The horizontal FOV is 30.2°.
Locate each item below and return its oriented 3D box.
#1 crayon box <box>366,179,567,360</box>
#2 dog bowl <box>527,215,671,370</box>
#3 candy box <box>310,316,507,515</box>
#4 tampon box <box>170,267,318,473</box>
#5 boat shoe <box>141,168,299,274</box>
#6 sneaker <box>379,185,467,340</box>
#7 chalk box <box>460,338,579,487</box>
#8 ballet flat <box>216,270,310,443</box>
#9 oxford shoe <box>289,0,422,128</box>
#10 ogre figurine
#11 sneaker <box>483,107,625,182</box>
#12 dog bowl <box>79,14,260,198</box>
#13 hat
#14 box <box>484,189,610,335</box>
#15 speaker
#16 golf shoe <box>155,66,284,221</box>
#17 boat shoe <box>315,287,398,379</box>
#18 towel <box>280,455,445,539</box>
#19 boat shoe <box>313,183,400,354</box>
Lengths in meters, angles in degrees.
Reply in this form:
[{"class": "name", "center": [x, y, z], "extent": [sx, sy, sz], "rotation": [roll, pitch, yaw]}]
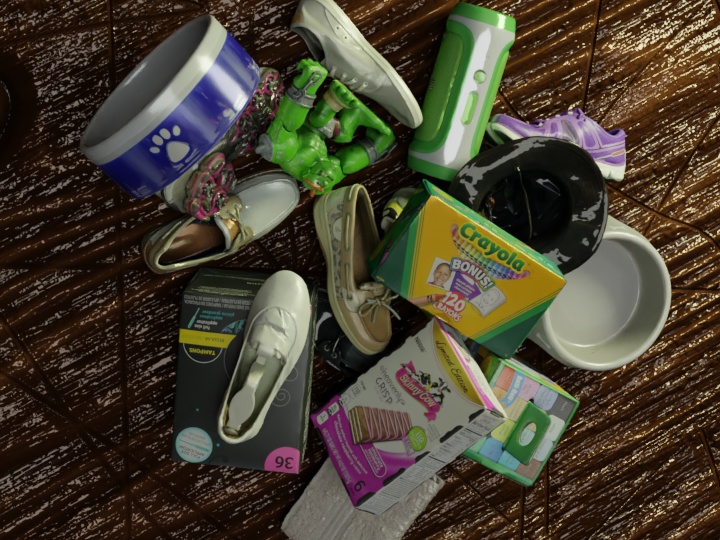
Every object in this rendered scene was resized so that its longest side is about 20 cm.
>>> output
[{"class": "crayon box", "center": [0.121, 0.000, 1.528], "extent": [0.199, 0.058, 0.119], "rotation": [31, 105, -17]}, {"class": "dog bowl", "center": [0.294, 0.032, 1.651], "extent": [0.199, 0.059, 0.201], "rotation": [-4, 103, -16]}, {"class": "candy box", "center": [0.053, 0.170, 1.546], "extent": [0.200, 0.137, 0.061], "rotation": [-39, 146, 15]}, {"class": "tampon box", "center": [-0.130, 0.113, 1.532], "extent": [0.149, 0.126, 0.201], "rotation": [5, 102, 2]}, {"class": "boat shoe", "center": [-0.155, -0.050, 1.536], "extent": [0.199, 0.068, 0.075], "rotation": [-30, 109, -7]}, {"class": "sneaker", "center": [0.072, 0.003, 1.598], "extent": [0.076, 0.075, 0.201], "rotation": [-36, 105, -48]}, {"class": "chalk box", "center": [0.167, 0.168, 1.609], "extent": [0.123, 0.200, 0.125], "rotation": [29, 94, -20]}, {"class": "ballet flat", "center": [-0.105, 0.100, 1.429], "extent": [0.069, 0.069, 0.201], "rotation": [18, 103, -19]}, {"class": "oxford shoe", "center": [-0.008, -0.233, 1.531], "extent": [0.200, 0.075, 0.058], "rotation": [46, 77, -13]}, {"class": "ogre figurine", "center": [-0.042, -0.151, 1.512], "extent": [0.098, 0.200, 0.120], "rotation": [45, 97, 13]}, {"class": "sneaker", "center": [0.237, -0.163, 1.629], "extent": [0.199, 0.081, 0.084], "rotation": [11, 87, -27]}, {"class": "dog bowl", "center": [-0.203, -0.175, 1.423], "extent": [0.200, 0.200, 0.079], "rotation": [-46, 113, -1]}, {"class": "hat", "center": [0.190, -0.075, 1.584], "extent": [0.199, 0.081, 0.202], "rotation": [-2, 108, -5]}, {"class": "box", "center": [0.204, -0.017, 1.663], "extent": [0.199, 0.035, 0.110], "rotation": [32, 92, -20]}, {"class": "speaker", "center": [0.118, -0.207, 1.566], "extent": [0.088, 0.088, 0.201], "rotation": [14, 99, -18]}, {"class": "golf shoe", "center": [-0.162, -0.155, 1.505], "extent": [0.201, 0.092, 0.073], "rotation": [-57, 149, -18]}, {"class": "boat shoe", "center": [-0.010, 0.089, 1.611], "extent": [0.199, 0.066, 0.075], "rotation": [42, 90, -20]}, {"class": "towel", "center": [0.001, 0.285, 1.623], "extent": [0.132, 0.034, 0.200], "rotation": [41, 105, 21]}, {"class": "boat shoe", "center": [0.000, 0.000, 1.565], "extent": [0.073, 0.062, 0.201], "rotation": [-22, 96, -49]}]
